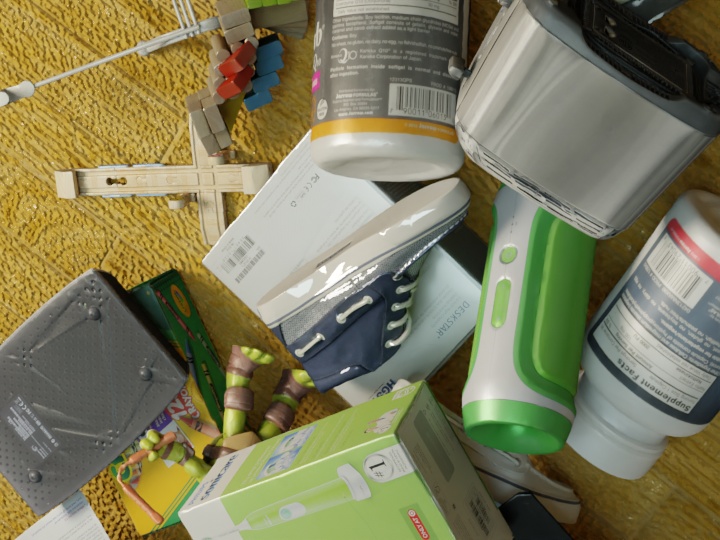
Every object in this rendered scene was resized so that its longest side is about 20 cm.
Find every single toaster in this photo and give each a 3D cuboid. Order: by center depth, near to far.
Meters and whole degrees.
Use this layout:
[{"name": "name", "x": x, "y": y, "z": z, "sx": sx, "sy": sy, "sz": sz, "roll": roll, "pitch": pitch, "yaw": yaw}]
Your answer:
[{"name": "toaster", "x": 0.160, "y": -0.113, "z": 1.142, "sx": 0.199, "sy": 0.114, "sz": 0.129, "roll": 31, "pitch": 123, "yaw": -11}]

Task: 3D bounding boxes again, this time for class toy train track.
[{"name": "toy train track", "x": -0.170, "y": -0.074, "z": 1.378, "sx": 0.198, "sy": 0.033, "sz": 0.116, "roll": 0, "pitch": 104, "yaw": 20}]

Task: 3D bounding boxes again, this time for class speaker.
[{"name": "speaker", "x": 0.126, "y": 0.028, "z": 1.208, "sx": 0.088, "sy": 0.089, "sz": 0.201, "roll": 3, "pitch": 67, "yaw": 18}]

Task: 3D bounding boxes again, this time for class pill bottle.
[{"name": "pill bottle", "x": 0.024, "y": -0.173, "z": 1.213, "sx": 0.115, "sy": 0.116, "sz": 0.202, "roll": 0, "pitch": 82, "yaw": 19}, {"name": "pill bottle", "x": 0.232, "y": 0.052, "z": 1.226, "sx": 0.119, "sy": 0.120, "sz": 0.201, "roll": 36, "pitch": 114, "yaw": 7}]

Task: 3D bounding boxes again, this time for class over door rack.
[{"name": "over door rack", "x": -0.225, "y": -0.233, "z": 1.326, "sx": 0.199, "sy": 0.067, "sz": 0.149, "roll": -19, "pitch": 99, "yaw": 2}]

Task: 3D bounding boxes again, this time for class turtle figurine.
[{"name": "turtle figurine", "x": -0.088, "y": 0.154, "z": 1.348, "sx": 0.199, "sy": 0.064, "sz": 0.162, "roll": 25, "pitch": 75, "yaw": -11}]

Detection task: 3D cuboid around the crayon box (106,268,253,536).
[{"name": "crayon box", "x": -0.174, "y": 0.114, "z": 1.417, "sx": 0.118, "sy": 0.058, "sz": 0.201, "roll": -23, "pitch": 96, "yaw": 23}]

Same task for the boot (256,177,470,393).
[{"name": "boot", "x": 0.020, "y": 0.012, "z": 1.240, "sx": 0.199, "sy": 0.073, "sz": 0.091, "roll": -32, "pitch": 101, "yaw": 30}]

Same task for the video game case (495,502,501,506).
[{"name": "video game case", "x": 0.049, "y": 0.219, "z": 1.391, "sx": 0.199, "sy": 0.017, "sz": 0.144, "roll": 32, "pitch": 112, "yaw": 8}]

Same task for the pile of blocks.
[{"name": "pile of blocks", "x": -0.081, "y": -0.177, "z": 1.285, "sx": 0.081, "sy": 0.062, "sz": 0.201, "roll": 11, "pitch": 110, "yaw": -16}]

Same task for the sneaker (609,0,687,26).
[{"name": "sneaker", "x": 0.184, "y": -0.152, "z": 1.221, "sx": 0.199, "sy": 0.075, "sz": 0.107, "roll": -28, "pitch": 104, "yaw": 26}]

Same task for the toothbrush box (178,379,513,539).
[{"name": "toothbrush box", "x": -0.010, "y": 0.190, "z": 1.225, "sx": 0.199, "sy": 0.086, "sz": 0.146, "roll": -24, "pitch": 104, "yaw": 26}]

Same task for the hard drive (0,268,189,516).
[{"name": "hard drive", "x": -0.241, "y": 0.100, "z": 1.381, "sx": 0.200, "sy": 0.042, "sz": 0.135, "roll": -42, "pitch": 89, "yaw": 23}]

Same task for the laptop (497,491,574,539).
[{"name": "laptop", "x": 0.116, "y": 0.272, "z": 1.330, "sx": 0.103, "sy": 0.200, "sz": 0.177, "roll": -44, "pitch": 98, "yaw": -19}]

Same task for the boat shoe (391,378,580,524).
[{"name": "boat shoe", "x": 0.101, "y": 0.143, "z": 1.294, "sx": 0.199, "sy": 0.073, "sz": 0.066, "roll": 26, "pitch": 85, "yaw": -30}]

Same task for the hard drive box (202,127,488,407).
[{"name": "hard drive box", "x": 0.000, "y": 0.000, "z": 1.315, "sx": 0.200, "sy": 0.077, "sz": 0.156, "roll": 44, "pitch": 114, "yaw": 4}]

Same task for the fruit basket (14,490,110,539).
[{"name": "fruit basket", "x": -0.250, "y": 0.321, "z": 1.444, "sx": 0.185, "sy": 0.094, "sz": 0.201, "roll": -38, "pitch": 74, "yaw": 24}]
